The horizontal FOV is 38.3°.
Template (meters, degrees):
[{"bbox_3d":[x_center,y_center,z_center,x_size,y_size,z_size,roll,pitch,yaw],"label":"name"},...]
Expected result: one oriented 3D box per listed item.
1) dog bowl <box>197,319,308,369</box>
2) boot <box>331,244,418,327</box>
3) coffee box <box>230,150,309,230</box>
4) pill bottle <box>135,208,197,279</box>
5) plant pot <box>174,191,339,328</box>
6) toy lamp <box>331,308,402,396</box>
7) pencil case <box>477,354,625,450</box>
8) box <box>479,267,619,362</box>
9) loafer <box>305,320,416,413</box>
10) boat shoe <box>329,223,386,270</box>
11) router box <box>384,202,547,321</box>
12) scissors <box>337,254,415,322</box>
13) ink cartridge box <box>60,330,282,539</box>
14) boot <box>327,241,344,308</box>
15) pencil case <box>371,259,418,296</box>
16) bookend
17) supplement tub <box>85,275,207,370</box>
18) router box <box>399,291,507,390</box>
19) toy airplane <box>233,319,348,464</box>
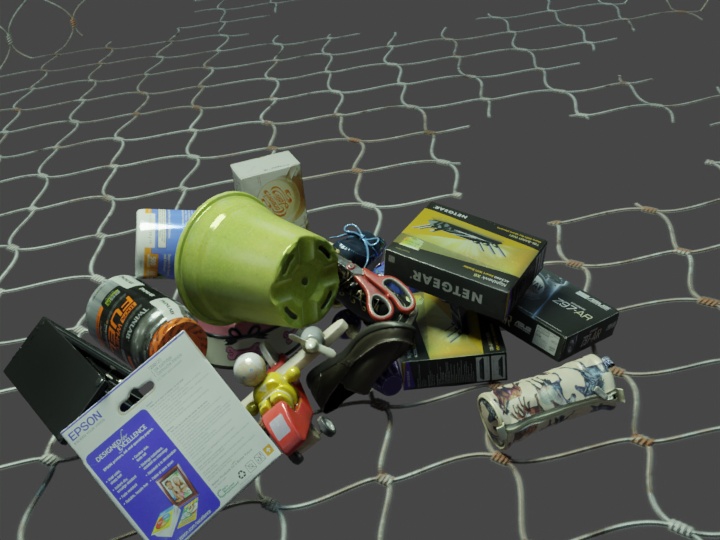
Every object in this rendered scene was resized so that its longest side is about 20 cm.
[{"bbox_3d":[-0.184,0.074,1.671,0.196,0.075,0.201,-4,28,2],"label":"dog bowl"},{"bbox_3d":[0.000,0.033,1.552,0.074,0.150,0.200,-52,16,2],"label":"boot"},{"bbox_3d":[-0.155,-0.095,1.837,0.112,0.203,0.080,-14,28,-17],"label":"coffee box"},{"bbox_3d":[-0.266,-0.041,1.688,0.196,0.114,0.112,1,26,-12],"label":"pill bottle"},{"bbox_3d":[-0.135,-0.001,1.489,0.182,0.204,0.199,14,34,43],"label":"plant pot"},{"bbox_3d":[0.010,0.124,1.557,0.057,0.059,0.200,-15,28,-17],"label":"toy lamp"},{"bbox_3d":[0.251,0.176,1.387,0.197,0.079,0.089,-16,10,-19],"label":"pencil case"},{"bbox_3d":[0.268,0.053,1.573,0.199,0.044,0.159,33,33,34],"label":"box"},{"bbox_3d":[0.007,0.140,1.451,0.072,0.199,0.072,17,46,-41],"label":"loafer"},{"bbox_3d":[-0.005,-0.040,1.719,0.084,0.069,0.200,35,7,6],"label":"boat shoe"},{"bbox_3d":[0.156,-0.018,1.538,0.197,0.053,0.157,20,39,22],"label":"router box"},{"bbox_3d":[0.000,0.000,1.507,0.073,0.014,0.200,-31,60,-21],"label":"scissors"},{"bbox_3d":[-0.229,0.213,1.270,0.197,0.201,0.043,-39,2,-23],"label":"ink cartridge box"},{"bbox_3d":[-0.096,0.008,1.759,0.197,0.074,0.155,-2,25,-29],"label":"boot"},{"bbox_3d":[0.077,-0.002,1.747,0.086,0.078,0.200,37,39,7],"label":"pencil case"},{"bbox_3d":[-0.336,0.179,1.367,0.093,0.198,0.199,-53,43,-5],"label":"bookend"},{"bbox_3d":[-0.331,0.092,1.614,0.122,0.124,0.198,-27,34,-34],"label":"supplement tub"},{"bbox_3d":[0.132,0.099,1.580,0.154,0.053,0.201,-6,28,0],"label":"router box"},{"bbox_3d":[-0.118,0.152,1.413,0.197,0.141,0.202,-7,50,46],"label":"toy airplane"}]
